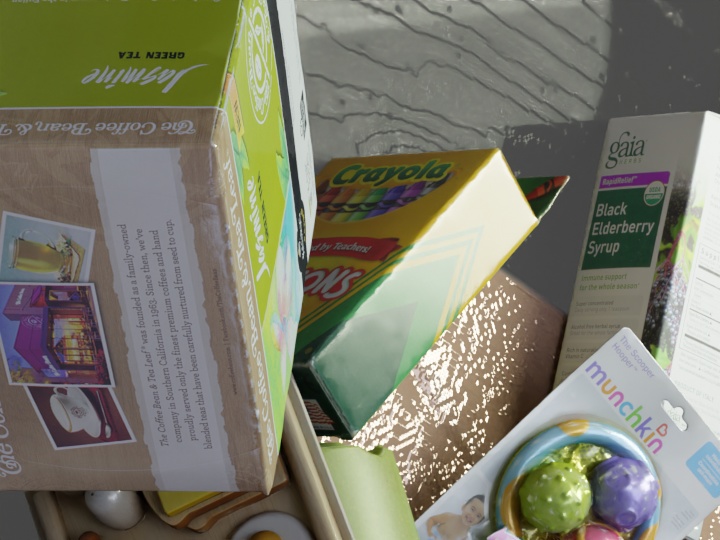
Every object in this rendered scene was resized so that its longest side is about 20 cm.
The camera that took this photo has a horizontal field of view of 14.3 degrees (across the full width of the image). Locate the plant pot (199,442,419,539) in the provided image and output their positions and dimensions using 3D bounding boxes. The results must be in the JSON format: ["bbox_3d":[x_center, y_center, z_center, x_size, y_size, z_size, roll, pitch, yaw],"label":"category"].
[{"bbox_3d":[-0.030,0.185,1.379,0.199,0.200,0.191,1,77,-42],"label":"plant pot"}]

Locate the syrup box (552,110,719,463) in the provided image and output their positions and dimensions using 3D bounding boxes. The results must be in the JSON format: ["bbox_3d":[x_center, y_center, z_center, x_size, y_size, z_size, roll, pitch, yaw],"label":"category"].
[{"bbox_3d":[0.173,0.016,1.623,0.081,0.079,0.201,22,74,-39],"label":"syrup box"}]

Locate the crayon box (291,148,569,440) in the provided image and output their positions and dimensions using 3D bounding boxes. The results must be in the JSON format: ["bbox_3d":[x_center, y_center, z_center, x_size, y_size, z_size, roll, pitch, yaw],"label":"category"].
[{"bbox_3d":[0.000,0.000,1.435,0.200,0.127,0.051,-48,119,-33],"label":"crayon box"}]

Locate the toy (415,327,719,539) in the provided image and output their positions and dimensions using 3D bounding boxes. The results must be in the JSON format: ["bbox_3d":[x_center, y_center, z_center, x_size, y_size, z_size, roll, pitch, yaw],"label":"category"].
[{"bbox_3d":[0.108,0.141,1.522,0.200,0.047,0.115,-41,108,-3],"label":"toy"}]

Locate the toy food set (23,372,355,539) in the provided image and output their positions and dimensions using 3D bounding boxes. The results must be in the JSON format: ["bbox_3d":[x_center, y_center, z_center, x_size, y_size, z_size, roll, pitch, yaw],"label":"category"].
[{"bbox_3d":[-0.083,0.122,1.297,0.201,0.143,0.060,69,11,23],"label":"toy food set"}]

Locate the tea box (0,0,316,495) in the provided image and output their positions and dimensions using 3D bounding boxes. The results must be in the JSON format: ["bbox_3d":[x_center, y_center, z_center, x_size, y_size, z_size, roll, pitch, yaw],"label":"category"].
[{"bbox_3d":[-0.100,-0.040,1.228,0.197,0.133,0.201,-81,168,-46],"label":"tea box"}]

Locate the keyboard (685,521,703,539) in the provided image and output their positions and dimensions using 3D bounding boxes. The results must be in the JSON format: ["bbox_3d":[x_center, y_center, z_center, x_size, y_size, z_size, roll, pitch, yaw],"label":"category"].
[{"bbox_3d":[0.206,0.058,1.701,0.056,0.011,0.201,31,69,-43],"label":"keyboard"}]
